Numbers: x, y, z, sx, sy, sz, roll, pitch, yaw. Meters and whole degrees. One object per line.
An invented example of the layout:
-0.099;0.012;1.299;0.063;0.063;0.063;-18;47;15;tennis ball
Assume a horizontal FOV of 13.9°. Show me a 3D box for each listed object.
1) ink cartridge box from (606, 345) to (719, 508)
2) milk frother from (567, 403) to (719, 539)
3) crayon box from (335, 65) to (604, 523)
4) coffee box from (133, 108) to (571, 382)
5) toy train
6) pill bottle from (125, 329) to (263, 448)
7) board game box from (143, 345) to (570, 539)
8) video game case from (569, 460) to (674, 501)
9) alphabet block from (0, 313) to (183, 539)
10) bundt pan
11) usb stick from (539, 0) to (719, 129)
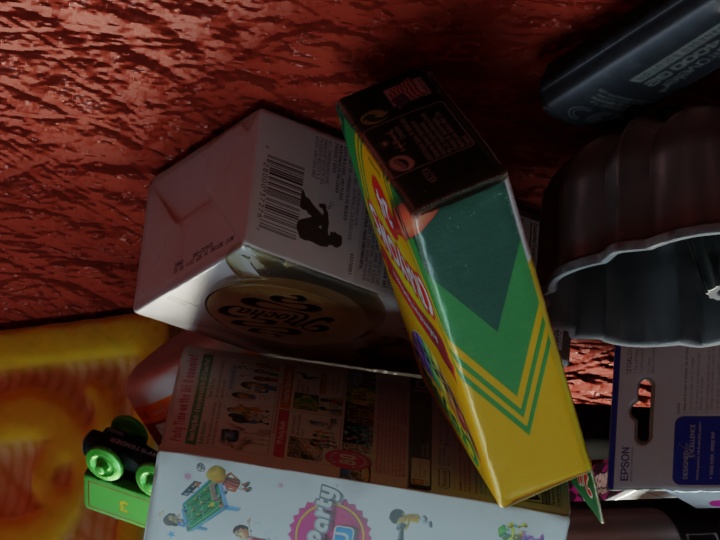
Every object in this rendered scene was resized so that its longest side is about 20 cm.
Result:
0.237;0.081;1.617;0.199;0.095;0.037;0;156;13;ink cartridge box
0.136;0.191;1.694;0.187;0.181;0.200;0;139;-17;milk frother
0.052;0.020;1.386;0.051;0.127;0.201;-22;121;-6;crayon box
0.000;0.000;1.509;0.199;0.080;0.113;20;152;-28;coffee box
-0.058;0.130;1.550;0.199;0.042;0.057;18;130;18;toy train
-0.034;0.117;1.621;0.109;0.110;0.200;-22;103;46;pill bottle
-0.001;0.103;1.465;0.199;0.065;0.148;10;-161;-1;board game box
0.224;0.156;1.853;0.181;0.036;0.200;18;152;-24;video game case
-0.156;0.157;1.747;0.195;0.197;0.200;-9;152;25;alphabet block
0.177;-0.025;1.394;0.201;0.076;0.202;-3;163;-1;bundt pan
0.150;-0.110;1.297;0.055;0.033;0.200;8;157;-30;usb stick
